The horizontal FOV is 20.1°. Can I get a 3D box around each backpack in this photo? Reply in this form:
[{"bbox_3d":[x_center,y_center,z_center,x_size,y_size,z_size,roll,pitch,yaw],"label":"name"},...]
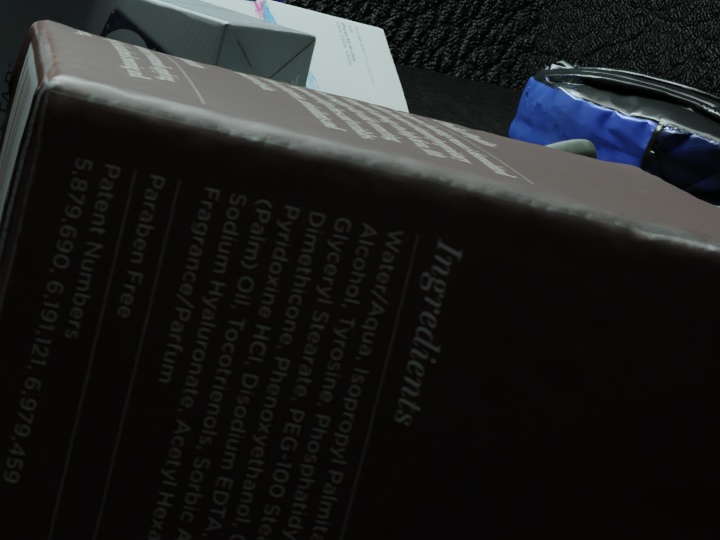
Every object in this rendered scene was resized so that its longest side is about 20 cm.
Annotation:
[{"bbox_3d":[0.192,-0.054,1.419,0.199,0.168,0.162,23,8,11],"label":"backpack"}]

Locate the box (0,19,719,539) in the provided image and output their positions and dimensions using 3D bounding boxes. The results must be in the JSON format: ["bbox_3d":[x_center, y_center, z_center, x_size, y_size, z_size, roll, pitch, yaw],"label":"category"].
[{"bbox_3d":[-0.011,0.040,0.549,0.199,0.165,0.166,13,8,-12],"label":"box"}]

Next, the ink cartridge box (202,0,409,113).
[{"bbox_3d":[-0.091,-0.099,1.278,0.200,0.145,0.088,8,53,-38],"label":"ink cartridge box"}]

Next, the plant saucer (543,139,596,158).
[{"bbox_3d":[0.038,-0.002,1.041,0.200,0.050,0.200,-25,-6,-3],"label":"plant saucer"}]

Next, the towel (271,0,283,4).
[{"bbox_3d":[-0.105,-0.132,1.351,0.147,0.050,0.200,-21,-30,8],"label":"towel"}]

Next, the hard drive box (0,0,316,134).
[{"bbox_3d":[-0.136,-0.077,1.089,0.200,0.156,0.077,20,12,36],"label":"hard drive box"}]
